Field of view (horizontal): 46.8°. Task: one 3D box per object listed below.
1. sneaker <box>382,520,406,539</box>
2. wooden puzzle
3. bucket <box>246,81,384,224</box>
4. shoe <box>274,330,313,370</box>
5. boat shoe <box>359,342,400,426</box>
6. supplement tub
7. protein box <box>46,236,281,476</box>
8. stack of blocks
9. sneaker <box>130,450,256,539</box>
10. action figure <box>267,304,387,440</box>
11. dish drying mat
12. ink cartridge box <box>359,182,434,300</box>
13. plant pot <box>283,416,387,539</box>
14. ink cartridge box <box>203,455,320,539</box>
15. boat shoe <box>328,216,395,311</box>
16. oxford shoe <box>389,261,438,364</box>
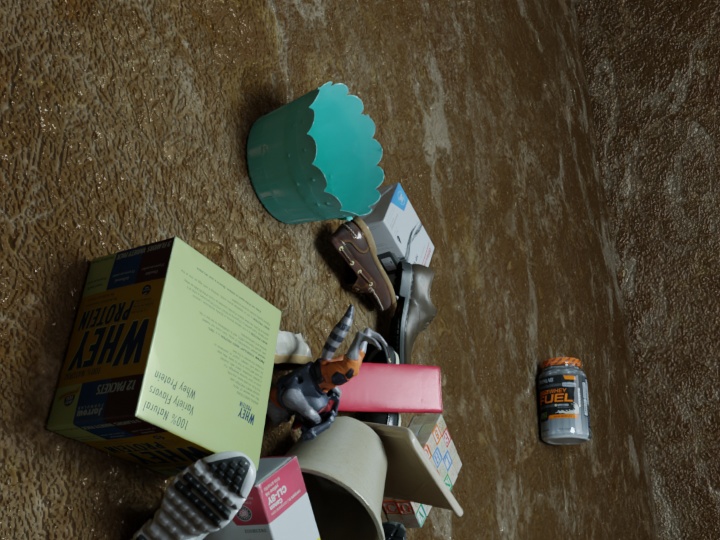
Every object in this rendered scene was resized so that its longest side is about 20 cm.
[{"bbox_3d":[0.018,0.476,1.275,0.200,0.075,0.080,-54,139,-44],"label":"sneaker"},{"bbox_3d":[0.048,0.286,1.254,0.037,0.199,0.186,-50,125,-31],"label":"wooden puzzle"},{"bbox_3d":[-0.068,-0.170,1.274,0.207,0.134,0.209,25,60,-53],"label":"bucket"},{"bbox_3d":[-0.129,0.105,1.145,0.200,0.069,0.054,22,63,-64],"label":"shoe"},{"bbox_3d":[0.024,0.207,1.360,0.063,0.073,0.203,45,39,-45],"label":"boat shoe"},{"bbox_3d":[0.507,0.325,2.077,0.122,0.122,0.202,30,54,-51],"label":"supplement tub"},{"bbox_3d":[-0.211,0.106,0.940,0.198,0.134,0.202,41,46,-47],"label":"protein box"},{"bbox_3d":[0.105,0.359,1.455,0.200,0.058,0.116,-49,121,-54],"label":"stack of blocks"},{"bbox_3d":[-0.179,0.259,0.910,0.075,0.200,0.081,46,22,6],"label":"sneaker"},{"bbox_3d":[-0.055,0.143,1.162,0.105,0.193,0.200,51,3,-8],"label":"action figure"},{"bbox_3d":[0.035,0.186,1.321,0.198,0.018,0.078,4,70,-18],"label":"dish drying mat"},{"bbox_3d":[0.074,-0.045,1.535,0.201,0.066,0.116,58,35,-30],"label":"ink cartridge box"},{"bbox_3d":[-0.046,0.299,1.123,0.184,0.199,0.202,-58,129,-64],"label":"plant pot"},{"bbox_3d":[-0.125,0.333,0.994,0.083,0.144,0.202,-27,103,-58],"label":"ink cartridge box"},{"bbox_3d":[0.000,0.000,1.403,0.070,0.070,0.201,-39,130,-16],"label":"boat shoe"},{"bbox_3d":[0.097,0.089,1.470,0.073,0.083,0.202,-140,-123,-75],"label":"oxford shoe"}]
